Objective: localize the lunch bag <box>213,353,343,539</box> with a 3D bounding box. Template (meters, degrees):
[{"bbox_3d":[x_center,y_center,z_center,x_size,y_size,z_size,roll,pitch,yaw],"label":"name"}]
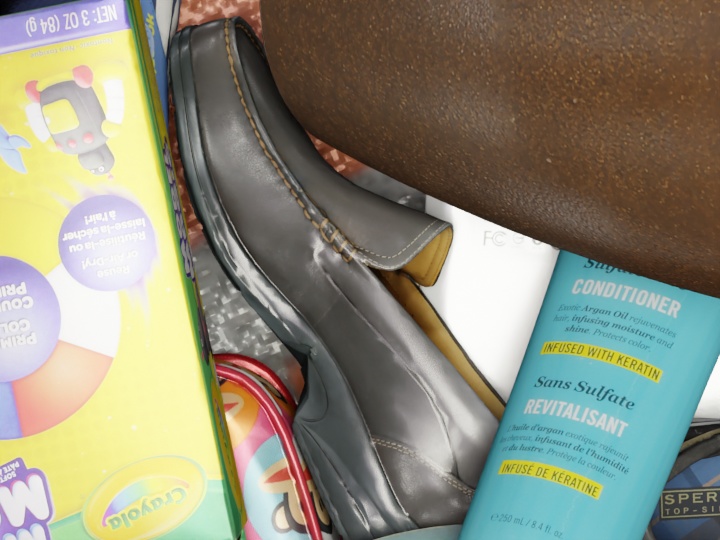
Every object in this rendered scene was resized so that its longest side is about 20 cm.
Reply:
[{"bbox_3d":[-0.095,0.132,0.861,0.200,0.082,0.176,-18,92,2],"label":"lunch bag"}]

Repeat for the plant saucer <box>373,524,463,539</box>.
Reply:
[{"bbox_3d":[0.021,0.178,0.838,0.200,0.027,0.200,-8,115,-18],"label":"plant saucer"}]

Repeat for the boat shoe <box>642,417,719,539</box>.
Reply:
[{"bbox_3d":[0.171,0.069,0.839,0.200,0.066,0.070,-1,93,-13],"label":"boat shoe"}]

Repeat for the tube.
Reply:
[{"bbox_3d":[0.086,0.018,0.808,0.077,0.050,0.200,15,64,17],"label":"tube"}]

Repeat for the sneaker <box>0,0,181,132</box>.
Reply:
[{"bbox_3d":[-0.096,-0.075,0.853,0.074,0.082,0.200,-7,91,4],"label":"sneaker"}]

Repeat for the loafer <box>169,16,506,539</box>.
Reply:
[{"bbox_3d":[0.000,0.000,0.848,0.072,0.073,0.200,-27,86,16],"label":"loafer"}]

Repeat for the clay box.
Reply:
[{"bbox_3d":[-0.105,0.023,0.792,0.115,0.048,0.200,-12,92,1],"label":"clay box"}]

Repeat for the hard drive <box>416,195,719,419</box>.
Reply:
[{"bbox_3d":[0.084,0.030,0.879,0.132,0.026,0.200,4,93,2],"label":"hard drive"}]

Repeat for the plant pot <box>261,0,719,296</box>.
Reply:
[{"bbox_3d":[0.076,-0.080,0.754,0.200,0.187,0.187,4,93,35],"label":"plant pot"}]
